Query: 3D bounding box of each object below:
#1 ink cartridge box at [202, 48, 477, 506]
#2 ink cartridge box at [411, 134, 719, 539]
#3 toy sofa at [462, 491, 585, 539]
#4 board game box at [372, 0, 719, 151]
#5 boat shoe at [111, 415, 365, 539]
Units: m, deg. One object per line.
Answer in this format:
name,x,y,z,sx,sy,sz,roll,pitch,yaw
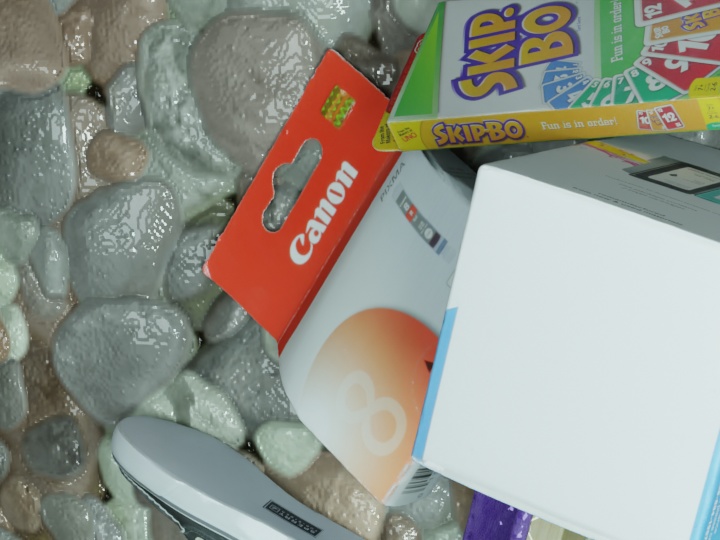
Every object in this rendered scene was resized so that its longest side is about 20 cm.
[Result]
ink cartridge box,0.000,0.000,1.192,0.200,0.050,0.163,43,115,24
ink cartridge box,0.144,0.029,1.049,0.145,0.200,0.148,20,107,25
toy sofa,0.080,0.163,1.171,0.097,0.083,0.201,21,107,23
board game box,0.102,-0.104,1.115,0.199,0.096,0.030,-5,134,30
boat shoe,-0.065,0.152,1.256,0.199,0.069,0.057,31,111,18
